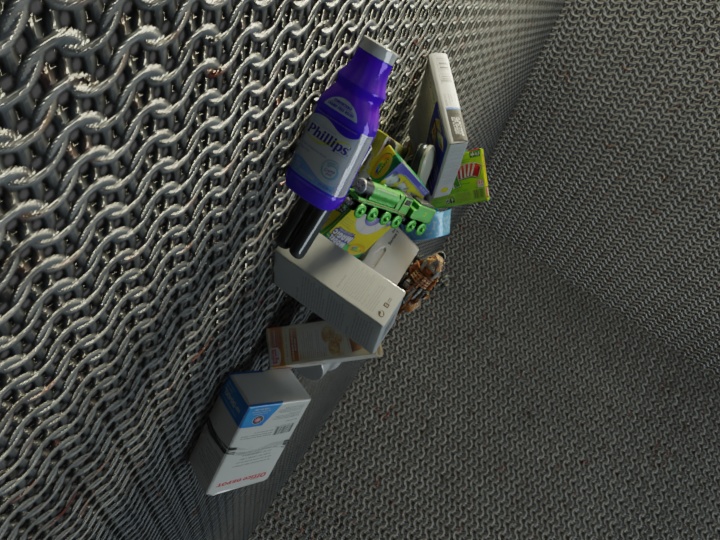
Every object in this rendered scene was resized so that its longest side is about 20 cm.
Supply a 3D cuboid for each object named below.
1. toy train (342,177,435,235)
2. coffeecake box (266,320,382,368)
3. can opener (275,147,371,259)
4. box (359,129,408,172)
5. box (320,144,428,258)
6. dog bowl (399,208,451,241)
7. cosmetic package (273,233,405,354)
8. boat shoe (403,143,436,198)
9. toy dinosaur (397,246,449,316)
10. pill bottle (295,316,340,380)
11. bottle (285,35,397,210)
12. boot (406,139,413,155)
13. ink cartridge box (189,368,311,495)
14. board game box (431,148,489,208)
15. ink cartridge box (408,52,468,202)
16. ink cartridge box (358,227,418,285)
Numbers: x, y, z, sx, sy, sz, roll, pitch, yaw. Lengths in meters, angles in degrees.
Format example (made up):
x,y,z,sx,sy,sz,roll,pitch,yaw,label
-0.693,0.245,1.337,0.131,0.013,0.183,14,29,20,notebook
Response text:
x,y,z,sx,sy,sz,roll,pitch,yaw,label
0.049,-0.098,0.938,0.197,0.042,0.057,11,117,-50,toy train
-0.062,0.135,1.146,0.154,0.193,0.076,58,24,-80,coffeecake box
-0.048,-0.110,0.892,0.203,0.053,0.067,-58,165,0,can opener
0.031,-0.197,1.049,0.077,0.049,0.200,-60,171,12,box
0.006,-0.094,0.982,0.199,0.049,0.117,-41,149,13,box
0.126,-0.097,1.290,0.200,0.108,0.051,-148,-133,-78,dog bowl
-0.036,0.026,0.934,0.072,0.197,0.102,-51,169,-30,cosmetic package
0.092,-0.168,1.115,0.075,0.061,0.201,-50,167,-18,boat shoe
0.089,0.028,1.123,0.197,0.104,0.136,-24,-167,35,toy dinosaur
-0.071,0.156,1.410,0.200,0.110,0.113,-49,167,-47,pill bottle
-0.020,-0.178,0.746,0.204,0.082,0.065,-61,169,19,bottle
0.155,-0.269,1.393,0.156,0.072,0.203,-46,166,-51,boot
-0.197,0.281,1.082,0.144,0.084,0.203,5,122,-49,ink cartridge box
0.162,-0.181,1.268,0.047,0.194,0.105,-24,105,-71,board game box
0.141,-0.250,1.136,0.202,0.045,0.203,98,-16,-62,ink cartridge box
0.000,0.000,1.141,0.147,0.084,0.199,-56,-162,-21,ink cartridge box
